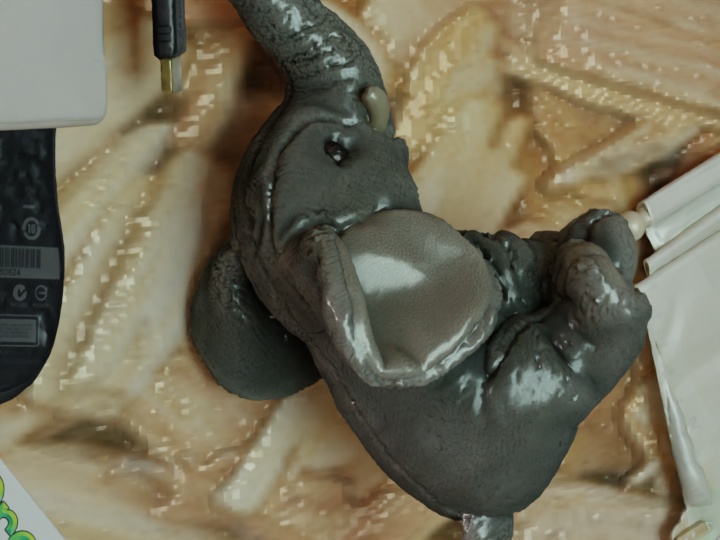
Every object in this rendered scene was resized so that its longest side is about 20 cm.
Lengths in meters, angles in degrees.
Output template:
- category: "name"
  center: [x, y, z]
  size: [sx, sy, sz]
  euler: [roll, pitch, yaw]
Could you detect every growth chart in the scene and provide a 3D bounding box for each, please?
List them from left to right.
- category: "growth chart"
  center: [0.177, 0.037, 1.323]
  size: [0.144, 0.018, 0.201]
  euler: [-20, 107, -35]

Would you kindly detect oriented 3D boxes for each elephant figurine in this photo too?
- category: "elephant figurine"
  center: [0.000, 0.000, 1.134]
  size: [0.199, 0.156, 0.142]
  euler: [28, 121, -25]

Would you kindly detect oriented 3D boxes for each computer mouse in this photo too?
- category: "computer mouse"
  center: [-0.124, -0.054, 1.072]
  size: [0.140, 0.046, 0.202]
  euler: [-5, 93, -41]

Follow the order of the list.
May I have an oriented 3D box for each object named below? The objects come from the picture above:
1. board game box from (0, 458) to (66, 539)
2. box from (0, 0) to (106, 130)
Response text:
- category: "board game box"
  center: [-0.144, 0.157, 1.080]
  size: [0.126, 0.035, 0.200]
  euler: [-48, 120, -23]
- category: "box"
  center: [-0.174, -0.122, 0.923]
  size: [0.106, 0.199, 0.154]
  euler: [-5, 98, -35]
